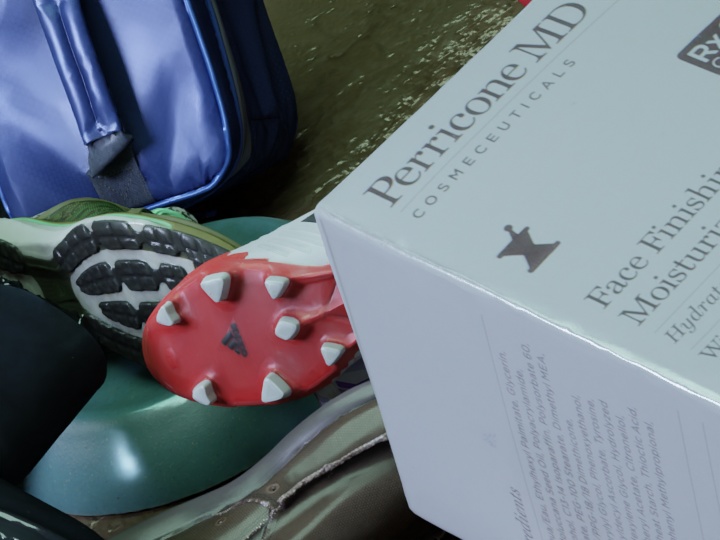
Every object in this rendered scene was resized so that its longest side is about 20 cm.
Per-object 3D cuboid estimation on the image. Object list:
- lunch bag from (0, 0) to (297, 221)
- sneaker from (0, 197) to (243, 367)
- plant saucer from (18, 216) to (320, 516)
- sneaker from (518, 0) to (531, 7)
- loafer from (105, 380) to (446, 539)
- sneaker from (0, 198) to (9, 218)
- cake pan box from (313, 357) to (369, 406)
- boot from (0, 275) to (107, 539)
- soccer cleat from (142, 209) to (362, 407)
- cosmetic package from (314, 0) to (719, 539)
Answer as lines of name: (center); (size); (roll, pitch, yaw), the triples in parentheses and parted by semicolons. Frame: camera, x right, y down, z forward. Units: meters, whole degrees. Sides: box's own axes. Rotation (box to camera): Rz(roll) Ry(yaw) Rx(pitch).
lunch bag: (-0.124, -0.106, 1.402); (0.135, 0.201, 0.132); (-19, 1, 19)
sneaker: (-0.098, -0.009, 1.288); (0.199, 0.077, 0.088); (6, 32, 45)
plant saucer: (-0.083, 0.033, 1.314); (0.199, 0.036, 0.200); (-20, 30, 12)
sneaker: (0.112, -0.117, 1.282); (0.085, 0.200, 0.077); (-20, 72, 32)
loafer: (-0.019, 0.112, 1.113); (0.199, 0.073, 0.071); (-32, 38, 5)
sneaker: (-0.220, -0.022, 1.437); (0.076, 0.115, 0.200); (2, 39, 39)
cake pan box: (0.086, -0.011, 1.227); (0.183, 0.052, 0.200); (-13, 32, 29)
boot: (-0.143, 0.072, 1.117); (0.199, 0.077, 0.168); (9, 38, 26)
soccer cleat: (0.000, 0.000, 1.178); (0.199, 0.069, 0.085); (-27, 4, 23)
cosmetic package: (0.121, 0.019, 0.988); (0.199, 0.165, 0.165); (26, 58, 36)
